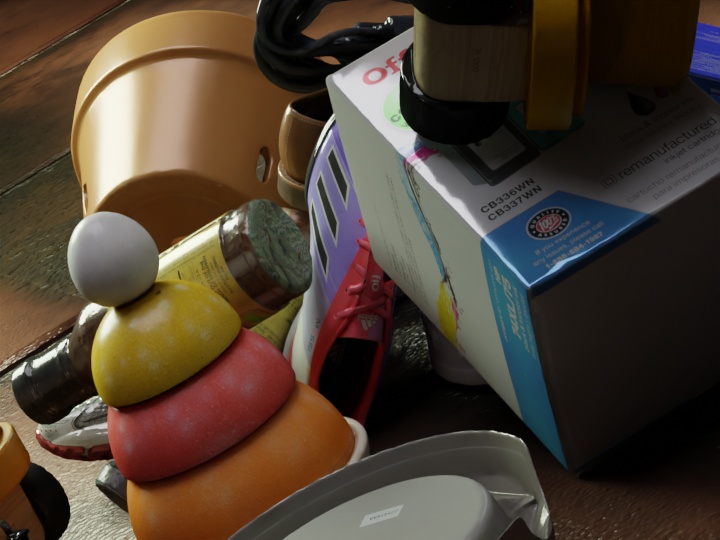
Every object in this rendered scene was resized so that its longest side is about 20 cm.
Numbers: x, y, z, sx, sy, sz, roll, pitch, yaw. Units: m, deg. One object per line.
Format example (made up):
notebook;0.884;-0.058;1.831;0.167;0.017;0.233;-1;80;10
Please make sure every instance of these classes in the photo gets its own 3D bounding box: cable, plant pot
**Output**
cable;0.031;-0.145;1.676;0.199;0.051;0.163;2;-16;-34
plant pot;-0.107;-0.056;1.958;0.199;0.200;0.140;-20;35;22

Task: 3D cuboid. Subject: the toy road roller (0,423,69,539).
toy road roller;-0.280;0.136;1.666;0.199;0.146;0.123;-17;19;29

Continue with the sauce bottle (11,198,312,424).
sauce bottle;-0.117;0.029;1.648;0.200;0.065;0.065;-30;13;30

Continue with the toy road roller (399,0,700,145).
toy road roller;0.094;-0.160;1.430;0.145;0.123;0.201;2;52;0

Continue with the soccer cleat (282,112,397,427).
soccer cleat;0.000;0.000;1.635;0.068;0.201;0.073;3;24;-19

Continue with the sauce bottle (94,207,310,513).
sauce bottle;-0.083;0.056;1.695;0.200;0.066;0.066;-53;25;-16

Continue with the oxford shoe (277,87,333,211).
oxford shoe;0.045;-0.095;1.684;0.199;0.072;0.071;-19;39;-23

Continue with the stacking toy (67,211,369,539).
stacking toy;-0.096;0.055;1.561;0.146;0.201;0.146;-25;18;9

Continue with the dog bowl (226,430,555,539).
dog bowl;0.006;0.154;1.367;0.199;0.059;0.200;-24;17;8

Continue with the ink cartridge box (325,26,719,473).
ink cartridge box;0.102;-0.033;1.490;0.146;0.146;0.200;-31;47;-13

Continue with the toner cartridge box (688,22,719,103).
toner cartridge box;0.217;-0.101;1.633;0.199;0.043;0.095;14;25;7

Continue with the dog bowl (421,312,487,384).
dog bowl;0.120;-0.011;1.669;0.199;0.059;0.200;-25;16;8

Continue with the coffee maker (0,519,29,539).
coffee maker;-0.295;0.219;1.544;0.192;0.135;0.200;-17;9;-41

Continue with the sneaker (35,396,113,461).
sneaker;-0.112;0.055;1.767;0.199;0.082;0.078;-29;-4;-10
